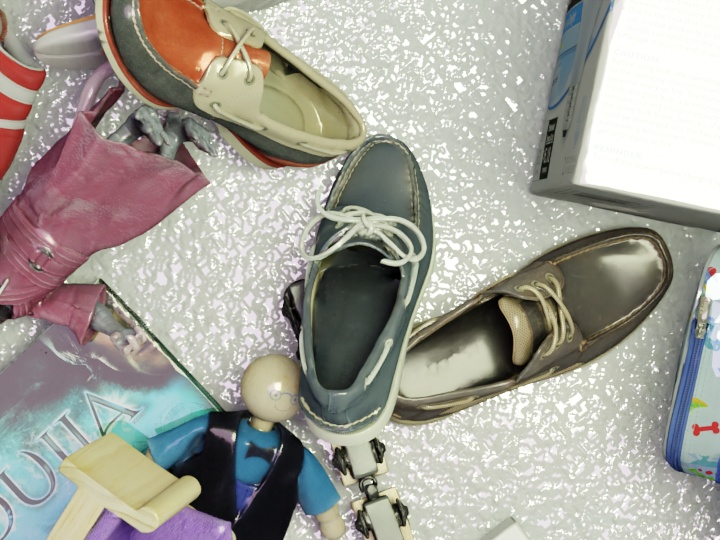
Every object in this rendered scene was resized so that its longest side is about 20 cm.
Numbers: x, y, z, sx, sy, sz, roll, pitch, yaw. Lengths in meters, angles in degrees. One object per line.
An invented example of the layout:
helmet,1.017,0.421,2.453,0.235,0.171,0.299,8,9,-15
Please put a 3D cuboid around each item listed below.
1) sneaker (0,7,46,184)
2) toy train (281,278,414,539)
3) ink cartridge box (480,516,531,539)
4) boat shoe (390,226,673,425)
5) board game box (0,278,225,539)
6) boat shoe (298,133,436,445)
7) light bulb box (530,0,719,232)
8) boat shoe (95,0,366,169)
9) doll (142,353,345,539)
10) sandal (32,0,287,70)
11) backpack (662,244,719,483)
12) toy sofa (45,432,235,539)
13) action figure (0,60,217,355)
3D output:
sneaker,-0.279,-0.131,1.280,0.200,0.071,0.113,29,104,-9
toy train,-0.005,0.101,1.310,0.034,0.046,0.201,-19,88,-8
ink cartridge box,0.045,0.248,1.316,0.200,0.039,0.100,-38,91,-2
boat shoe,0.098,0.037,1.297,0.200,0.073,0.075,-29,91,-1
board game box,-0.183,0.121,1.315,0.200,0.028,0.135,-43,92,0
boat shoe,0.000,0.000,1.264,0.075,0.062,0.201,10,61,10
light bulb box,0.184,-0.130,1.236,0.124,0.198,0.201,11,89,-3
boat shoe,-0.072,-0.112,1.237,0.062,0.200,0.071,-2,66,34
doll,-0.072,0.143,1.290,0.136,0.048,0.201,13,102,-16
sandal,-0.100,-0.173,1.294,0.206,0.079,0.059,-20,84,-12
backpack,0.256,0.077,1.254,0.146,0.183,0.201,10,94,22
toy sofa,-0.162,0.200,1.242,0.097,0.083,0.200,35,103,8
action figure,-0.184,-0.026,1.258,0.200,0.149,0.134,-43,131,14
